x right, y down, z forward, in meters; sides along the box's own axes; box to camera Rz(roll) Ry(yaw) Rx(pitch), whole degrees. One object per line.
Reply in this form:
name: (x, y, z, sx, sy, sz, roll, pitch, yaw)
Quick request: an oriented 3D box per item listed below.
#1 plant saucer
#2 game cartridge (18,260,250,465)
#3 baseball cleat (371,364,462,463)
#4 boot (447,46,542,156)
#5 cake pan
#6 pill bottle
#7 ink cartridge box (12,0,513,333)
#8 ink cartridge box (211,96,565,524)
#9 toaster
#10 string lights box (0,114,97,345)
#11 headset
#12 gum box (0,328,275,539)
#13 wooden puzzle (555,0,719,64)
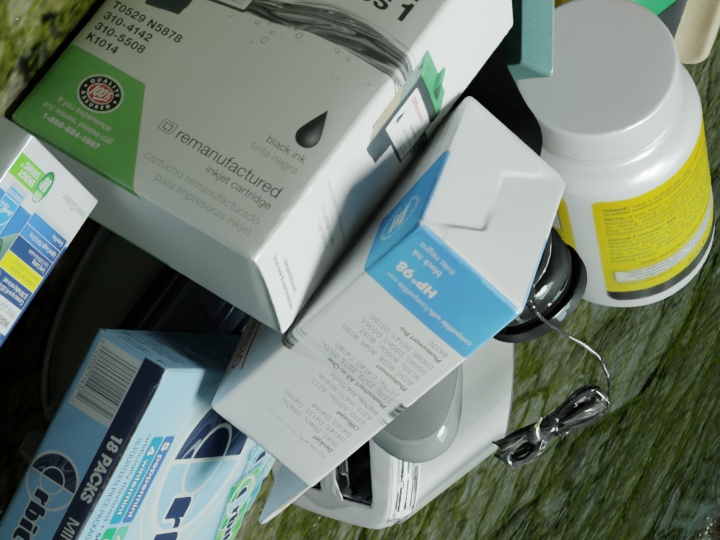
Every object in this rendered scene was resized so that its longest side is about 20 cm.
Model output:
plant saucer: (0.061, -0.137, 1.441, 0.200, 0.019, 0.070, -174, -95, -73)
game cartridge: (-0.093, 0.042, 1.371, 0.200, 0.038, 0.130, -54, 157, -14)
baseball cleat: (0.000, 0.000, 1.372, 0.070, 0.201, 0.106, -20, 162, 7)
boot: (0.048, -0.147, 1.332, 0.079, 0.211, 0.158, 2, 126, -37)
cake pan: (-0.096, 0.010, 1.424, 0.200, 0.037, 0.201, -50, 159, -27)
pill bottle: (0.151, -0.070, 1.580, 0.114, 0.114, 0.200, -53, 156, -17)
ink cartridge box: (-0.042, -0.096, 1.231, 0.200, 0.146, 0.084, -54, 159, -17)
ink cartridge box: (0.001, 0.022, 1.266, 0.200, 0.067, 0.116, -41, -165, 34)
toaster: (0.013, 0.058, 1.511, 0.129, 0.113, 0.201, -36, 134, -47)
string lights box: (-0.203, 0.025, 1.132, 0.200, 0.059, 0.103, -57, 163, -6)
headset: (0.066, 0.004, 1.400, 0.094, 0.200, 0.124, -35, 154, 6)
gum box: (-0.109, 0.113, 1.321, 0.170, 0.044, 0.200, -63, 160, 8)
wooden puzzle: (0.138, -0.185, 1.552, 0.199, 0.037, 0.185, -4, 135, -20)
